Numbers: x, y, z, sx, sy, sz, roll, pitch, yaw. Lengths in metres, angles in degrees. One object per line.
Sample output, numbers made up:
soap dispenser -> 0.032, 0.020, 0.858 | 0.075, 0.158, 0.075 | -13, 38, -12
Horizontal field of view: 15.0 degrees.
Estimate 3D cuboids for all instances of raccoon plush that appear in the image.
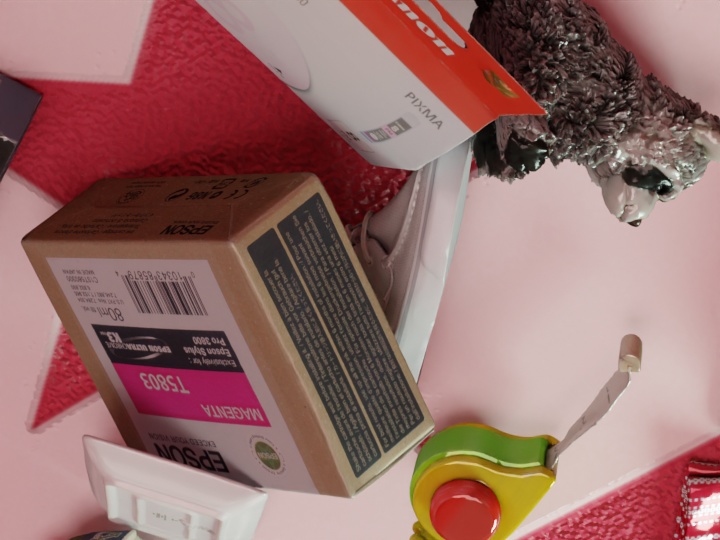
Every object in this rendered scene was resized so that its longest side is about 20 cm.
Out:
raccoon plush -> 0.129, -0.122, 1.420 | 0.133, 0.097, 0.201 | -3, 112, -14

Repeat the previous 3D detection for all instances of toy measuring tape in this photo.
toy measuring tape -> 0.082, 0.099, 1.569 | 0.073, 0.074, 0.200 | 31, 121, -9

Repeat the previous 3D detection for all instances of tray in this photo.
tray -> -0.110, 0.134, 1.575 | 0.107, 0.022, 0.200 | 17, 167, -1

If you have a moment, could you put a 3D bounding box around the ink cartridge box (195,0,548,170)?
ink cartridge box -> -0.007, -0.118, 1.388 | 0.162, 0.200, 0.057 | 43, 85, -16

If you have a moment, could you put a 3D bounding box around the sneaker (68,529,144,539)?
sneaker -> -0.110, 0.234, 1.676 | 0.200, 0.067, 0.090 | 46, 135, -14

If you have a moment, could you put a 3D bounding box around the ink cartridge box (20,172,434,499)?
ink cartridge box -> -0.075, 0.034, 1.495 | 0.199, 0.075, 0.165 | 0, 121, 50

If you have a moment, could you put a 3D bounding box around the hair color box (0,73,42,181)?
hair color box -> -0.269, -0.034, 1.556 | 0.099, 0.061, 0.200 | 27, 123, -7

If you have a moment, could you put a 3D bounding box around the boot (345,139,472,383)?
boot -> 0.000, 0.000, 1.518 | 0.095, 0.074, 0.201 | 16, 126, 2

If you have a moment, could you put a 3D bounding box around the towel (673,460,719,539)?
towel -> 0.253, 0.208, 1.631 | 0.144, 0.023, 0.201 | 7, 122, 5
